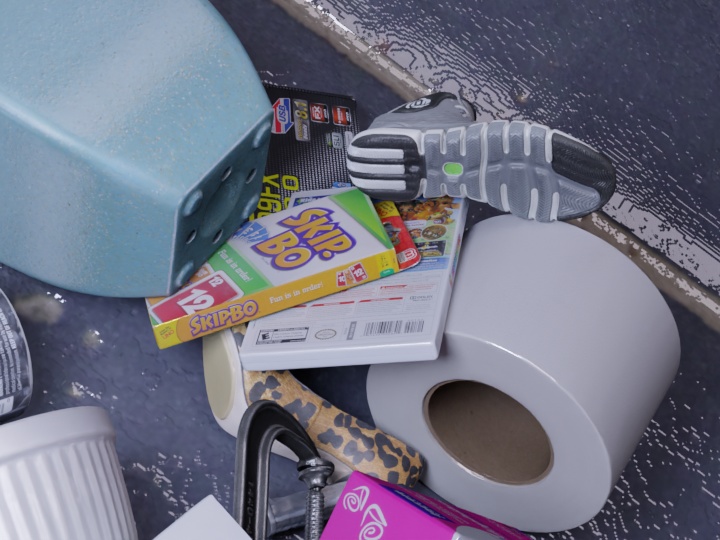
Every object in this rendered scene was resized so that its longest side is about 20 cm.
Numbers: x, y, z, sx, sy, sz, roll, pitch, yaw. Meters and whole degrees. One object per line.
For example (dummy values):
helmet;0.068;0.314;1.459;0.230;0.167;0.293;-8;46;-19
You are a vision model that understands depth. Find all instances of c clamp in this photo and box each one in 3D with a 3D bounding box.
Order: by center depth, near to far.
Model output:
c clamp;-0.046;0.195;1.275;0.171;0.027;0.201;29;55;-56

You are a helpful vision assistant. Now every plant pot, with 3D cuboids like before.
plant pot;-0.176;-0.096;1.326;0.200;0.197;0.196;33;55;14

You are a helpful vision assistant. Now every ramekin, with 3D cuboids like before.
ramekin;-0.236;0.173;1.169;0.200;0.200;0.105;-16;77;-32

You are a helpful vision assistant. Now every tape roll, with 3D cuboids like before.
tape roll;0.123;0.077;1.387;0.202;0.203;0.139;37;53;0

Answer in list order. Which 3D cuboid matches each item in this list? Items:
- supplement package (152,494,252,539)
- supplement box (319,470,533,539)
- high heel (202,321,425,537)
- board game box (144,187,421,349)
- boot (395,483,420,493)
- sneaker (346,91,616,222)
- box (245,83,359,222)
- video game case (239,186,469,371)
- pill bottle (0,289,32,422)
supplement package;-0.124;0.273;1.150;0.151;0.200;0.152;47;52;8
supplement box;0.063;0.213;1.200;0.101;0.104;0.200;27;1;41
high heel;-0.037;0.091;1.385;0.142;0.071;0.201;-11;77;-28
board game box;-0.061;-0.007;1.352;0.199;0.030;0.096;-16;35;-6
boot;0.022;0.203;1.312;0.097;0.075;0.200;36;17;34
sneaker;0.096;-0.098;1.388;0.199;0.075;0.116;8;29;9
box;-0.074;-0.057;1.477;0.160;0.044;0.201;7;58;-21
video game case;0.000;0.000;1.357;0.143;0.018;0.200;-4;37;15
pill bottle;-0.330;0.077;1.237;0.199;0.106;0.106;-18;69;-32
